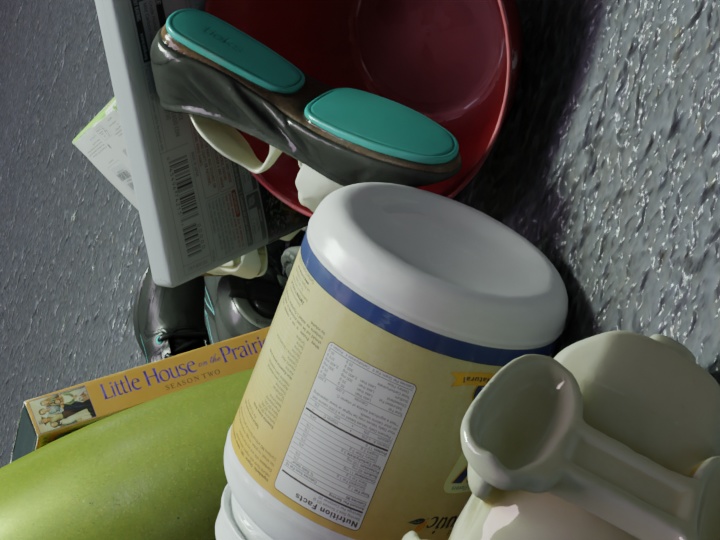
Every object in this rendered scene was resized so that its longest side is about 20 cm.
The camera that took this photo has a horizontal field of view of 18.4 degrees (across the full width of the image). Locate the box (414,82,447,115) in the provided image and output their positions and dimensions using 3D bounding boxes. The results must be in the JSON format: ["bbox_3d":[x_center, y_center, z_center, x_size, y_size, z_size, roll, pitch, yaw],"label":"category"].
[{"bbox_3d":[0.036,-0.162,1.457,0.143,0.036,0.202,135,146,-58],"label":"box"}]

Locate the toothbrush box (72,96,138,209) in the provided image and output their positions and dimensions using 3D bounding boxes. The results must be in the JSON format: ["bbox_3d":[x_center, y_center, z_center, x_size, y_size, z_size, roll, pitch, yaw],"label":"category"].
[{"bbox_3d":[-0.108,-0.148,1.666,0.200,0.086,0.145,-50,10,-20],"label":"toothbrush box"}]

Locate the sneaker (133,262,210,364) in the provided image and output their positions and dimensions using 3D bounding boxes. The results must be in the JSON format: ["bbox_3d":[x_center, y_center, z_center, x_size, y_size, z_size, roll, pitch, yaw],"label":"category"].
[{"bbox_3d":[-0.124,0.085,1.658,0.079,0.075,0.202,-166,71,-73],"label":"sneaker"}]

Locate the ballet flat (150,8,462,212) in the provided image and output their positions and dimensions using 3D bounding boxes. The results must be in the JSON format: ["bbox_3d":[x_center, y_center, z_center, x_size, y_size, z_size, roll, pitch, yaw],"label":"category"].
[{"bbox_3d":[-0.032,-0.079,1.237,0.068,0.199,0.069,-32,-35,-50],"label":"ballet flat"}]

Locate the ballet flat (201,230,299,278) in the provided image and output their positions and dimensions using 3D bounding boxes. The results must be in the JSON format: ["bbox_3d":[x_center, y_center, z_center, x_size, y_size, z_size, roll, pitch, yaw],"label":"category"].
[{"bbox_3d":[-0.066,-0.042,1.488,0.200,0.068,0.073,-42,48,28],"label":"ballet flat"}]

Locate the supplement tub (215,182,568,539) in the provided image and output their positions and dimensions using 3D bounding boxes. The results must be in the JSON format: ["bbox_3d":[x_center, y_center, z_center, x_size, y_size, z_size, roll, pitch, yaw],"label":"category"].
[{"bbox_3d":[0.012,0.071,1.166,0.145,0.143,0.201,-111,39,-62],"label":"supplement tub"}]

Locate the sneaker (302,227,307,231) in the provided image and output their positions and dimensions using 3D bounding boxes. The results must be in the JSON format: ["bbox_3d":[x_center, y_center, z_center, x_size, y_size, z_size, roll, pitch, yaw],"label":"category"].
[{"bbox_3d":[-0.021,-0.122,1.542,0.100,0.074,0.202,-135,46,-63],"label":"sneaker"}]

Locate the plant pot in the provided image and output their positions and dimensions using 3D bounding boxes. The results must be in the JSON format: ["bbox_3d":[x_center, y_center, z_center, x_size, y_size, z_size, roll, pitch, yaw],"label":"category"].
[{"bbox_3d":[-0.103,0.151,1.378,0.199,0.188,0.187,-35,26,4],"label":"plant pot"}]

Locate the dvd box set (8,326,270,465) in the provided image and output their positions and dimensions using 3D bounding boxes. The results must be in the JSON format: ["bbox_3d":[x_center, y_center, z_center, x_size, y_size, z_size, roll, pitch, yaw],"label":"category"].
[{"bbox_3d":[-0.136,0.099,1.490,0.030,0.198,0.147,65,158,20],"label":"dvd box set"}]

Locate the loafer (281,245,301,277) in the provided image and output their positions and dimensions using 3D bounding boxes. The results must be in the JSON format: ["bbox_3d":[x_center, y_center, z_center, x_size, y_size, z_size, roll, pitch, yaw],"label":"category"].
[{"bbox_3d":[0.000,0.000,1.408,0.076,0.069,0.200,65,166,4],"label":"loafer"}]

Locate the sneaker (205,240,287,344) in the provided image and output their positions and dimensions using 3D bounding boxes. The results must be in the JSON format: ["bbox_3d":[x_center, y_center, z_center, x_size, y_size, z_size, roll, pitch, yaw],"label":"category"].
[{"bbox_3d":[-0.091,0.004,1.626,0.201,0.075,0.080,-96,24,-51],"label":"sneaker"}]

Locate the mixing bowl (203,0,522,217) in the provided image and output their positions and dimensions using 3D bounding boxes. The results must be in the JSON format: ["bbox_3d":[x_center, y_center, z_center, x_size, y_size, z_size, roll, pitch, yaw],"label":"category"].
[{"bbox_3d":[0.019,-0.133,1.293,0.108,0.199,0.201,-23,-40,-59],"label":"mixing bowl"}]

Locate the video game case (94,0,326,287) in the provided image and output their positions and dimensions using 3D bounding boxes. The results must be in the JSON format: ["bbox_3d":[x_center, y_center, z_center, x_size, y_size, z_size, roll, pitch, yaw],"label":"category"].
[{"bbox_3d":[-0.073,-0.114,1.336,0.023,0.181,0.202,7,114,45],"label":"video game case"}]

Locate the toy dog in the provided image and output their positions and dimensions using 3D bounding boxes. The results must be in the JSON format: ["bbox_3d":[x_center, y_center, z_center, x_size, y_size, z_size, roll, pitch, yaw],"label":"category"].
[{"bbox_3d":[0.073,0.129,0.953,0.195,0.138,0.201,-78,12,-56],"label":"toy dog"}]
